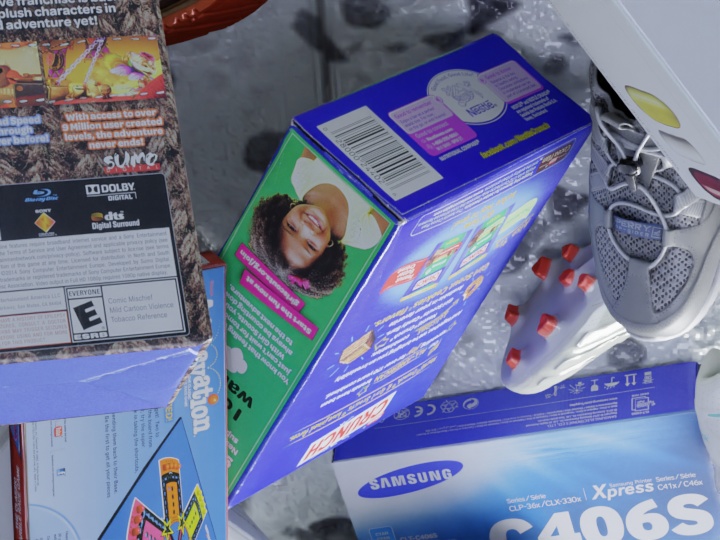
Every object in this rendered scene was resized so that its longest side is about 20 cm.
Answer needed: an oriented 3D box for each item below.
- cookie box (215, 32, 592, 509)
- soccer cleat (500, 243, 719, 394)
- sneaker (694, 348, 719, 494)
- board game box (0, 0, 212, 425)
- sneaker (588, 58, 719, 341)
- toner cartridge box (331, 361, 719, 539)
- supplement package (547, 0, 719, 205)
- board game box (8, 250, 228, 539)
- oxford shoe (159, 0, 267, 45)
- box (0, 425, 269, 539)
[{"bbox_3d":[0.000,0.000,1.316,0.075,0.171,0.200,43,128,16],"label":"cookie box"},{"bbox_3d":[0.145,0.001,1.372,0.077,0.069,0.200,29,123,-20],"label":"soccer cleat"},{"bbox_3d":[0.263,0.051,1.386,0.199,0.071,0.081,-21,115,8],"label":"sneaker"},{"bbox_3d":[-0.161,-0.042,1.157,0.159,0.201,0.097,-4,162,-17],"label":"board game box"},{"bbox_3d":[0.128,-0.063,1.273,0.074,0.082,0.201,7,106,30],"label":"sneaker"},{"bbox_3d":[0.093,0.110,1.476,0.199,0.043,0.095,-9,125,13],"label":"toner cartridge box"},{"bbox_3d":[0.161,-0.146,1.165,0.156,0.111,0.200,-41,107,-6],"label":"supplement package"},{"bbox_3d":[-0.110,0.094,1.263,0.102,0.019,0.201,-11,117,-25],"label":"board game box"},{"bbox_3d":[-0.074,-0.151,1.287,0.199,0.071,0.073,-21,90,29],"label":"oxford shoe"},{"bbox_3d":[-0.177,0.150,1.348,0.200,0.131,0.199,-50,130,0],"label":"box"}]
